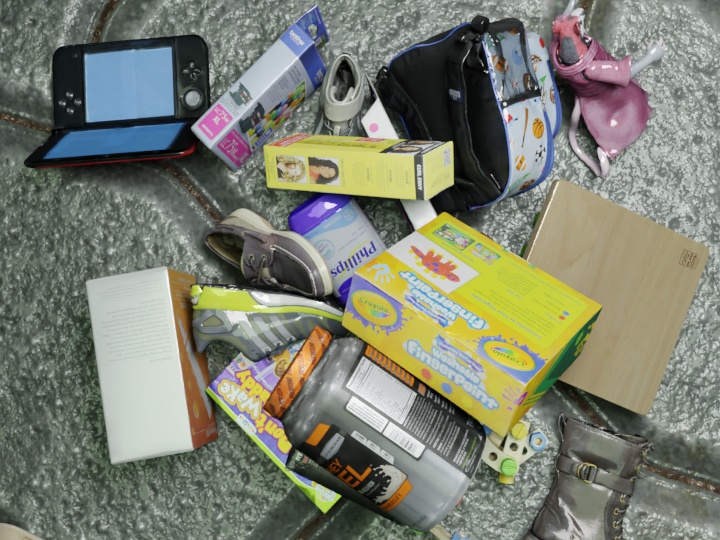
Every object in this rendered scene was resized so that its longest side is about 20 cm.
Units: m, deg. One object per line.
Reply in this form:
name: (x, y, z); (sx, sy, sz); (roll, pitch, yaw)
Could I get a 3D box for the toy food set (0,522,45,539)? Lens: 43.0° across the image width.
toy food set: (-0.379, 0.403, 1.068); (0.198, 0.060, 0.145); (24, 88, 5)

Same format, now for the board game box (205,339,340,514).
board game box: (-0.064, 0.161, 1.071); (0.200, 0.045, 0.135); (44, 90, 6)

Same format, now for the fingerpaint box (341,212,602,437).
fingerpaint box: (0.110, 0.046, 0.907); (0.199, 0.166, 0.074); (32, 131, 23)

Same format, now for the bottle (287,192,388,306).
bottle: (0.000, 0.000, 1.048); (0.083, 0.065, 0.201); (-33, 102, 3)

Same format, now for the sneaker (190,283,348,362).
sneaker: (-0.096, 0.063, 1.027); (0.197, 0.074, 0.082); (8, 93, -2)

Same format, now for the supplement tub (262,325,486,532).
supplement tub: (0.012, 0.149, 0.885); (0.199, 0.123, 0.123); (34, 89, -1)

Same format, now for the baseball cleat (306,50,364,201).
baseball cleat: (-0.031, -0.152, 1.062); (0.069, 0.106, 0.203); (1, 88, -1)

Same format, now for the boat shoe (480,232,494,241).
boat shoe: (0.115, 0.051, 1.054); (0.069, 0.070, 0.203); (16, 86, 6)

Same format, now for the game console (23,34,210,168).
game console: (-0.285, -0.202, 1.079); (0.197, 0.119, 0.175); (-4, 86, 4)

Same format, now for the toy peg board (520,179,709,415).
toy peg board: (0.258, 0.029, 1.045); (0.197, 0.098, 0.202); (22, 89, -10)

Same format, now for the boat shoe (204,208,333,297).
boat shoe: (-0.107, -0.012, 1.028); (0.064, 0.073, 0.199); (-29, 40, -28)

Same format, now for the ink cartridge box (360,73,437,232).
ink cartridge box: (0.041, -0.121, 1.059); (0.037, 0.095, 0.202); (-24, 84, 3)

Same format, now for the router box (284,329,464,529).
router box: (0.027, 0.150, 0.978); (0.148, 0.062, 0.202); (27, 89, -3)

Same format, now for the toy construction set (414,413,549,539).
toy construction set: (0.116, 0.244, 1.034); (0.130, 0.092, 0.202); (28, 77, 5)

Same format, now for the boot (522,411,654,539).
boot: (0.287, 0.270, 1.024); (0.198, 0.069, 0.176); (25, 88, 8)

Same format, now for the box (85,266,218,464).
box: (-0.236, 0.107, 1.048); (0.096, 0.124, 0.203); (-9, 85, 3)

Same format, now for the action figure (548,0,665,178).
action figure: (0.246, -0.219, 1.009); (0.149, 0.199, 0.134); (-50, 53, 12)

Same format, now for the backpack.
backpack: (0.130, -0.167, 1.016); (0.152, 0.199, 0.193); (-13, 94, -29)

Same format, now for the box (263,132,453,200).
box: (-0.003, -0.113, 0.980); (0.198, 0.075, 0.051); (7, 112, 31)

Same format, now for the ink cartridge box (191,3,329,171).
ink cartridge box: (-0.102, -0.209, 1.065); (0.042, 0.119, 0.200); (42, 89, 9)
